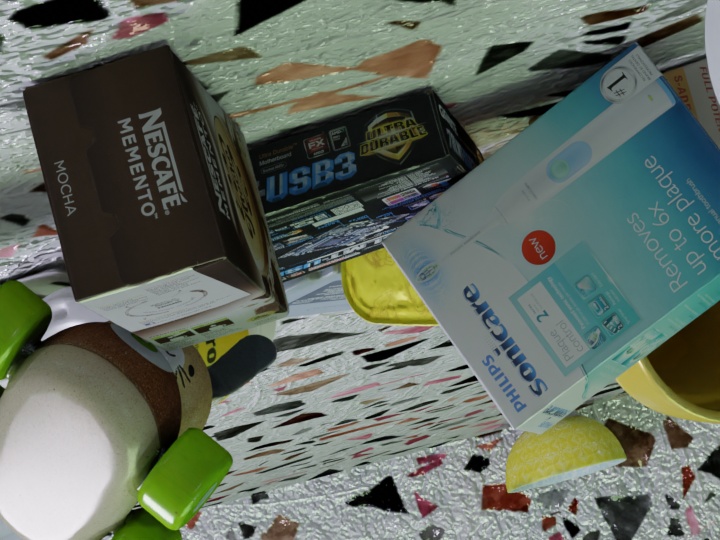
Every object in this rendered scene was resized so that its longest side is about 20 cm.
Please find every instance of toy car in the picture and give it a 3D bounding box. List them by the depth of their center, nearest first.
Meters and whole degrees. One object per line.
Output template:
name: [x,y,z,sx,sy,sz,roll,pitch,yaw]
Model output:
toy car: [-0.133,0.066,1.239,0.200,0.164,0.158,-46,172,-48]

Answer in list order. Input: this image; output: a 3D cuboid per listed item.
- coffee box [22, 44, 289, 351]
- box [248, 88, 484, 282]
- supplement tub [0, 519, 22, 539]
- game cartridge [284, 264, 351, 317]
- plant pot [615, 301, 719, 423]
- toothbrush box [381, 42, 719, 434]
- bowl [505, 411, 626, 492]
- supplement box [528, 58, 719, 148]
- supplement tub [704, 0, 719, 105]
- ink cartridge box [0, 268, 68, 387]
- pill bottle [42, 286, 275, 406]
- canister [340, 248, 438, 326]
coffee box: [-0.101,-0.032,1.081,0.079,0.114,0.200,-16,170,5]
box: [-0.024,-0.043,1.306,0.199,0.050,0.198,-18,170,10]
supplement tub: [-0.323,0.173,1.573,0.199,0.123,0.122,-21,168,13]
game cartridge: [0.000,0.000,1.606,0.199,0.042,0.133,-6,170,-43]
plant pot: [0.256,0.022,1.703,0.200,0.202,0.189,-11,-177,-24]
toothbrush box: [0.138,-0.016,1.262,0.200,0.147,0.085,-37,165,10]
bowl: [0.317,0.279,3.307,0.199,0.108,0.200,-15,170,-3]
supplement box: [0.224,-0.066,1.334,0.199,0.127,0.073,-19,167,15]
supplement tub: [0.299,-0.131,1.094,0.199,0.133,0.132,-10,168,-27]
ink cartridge box: [-0.269,0.063,1.452,0.199,0.068,0.115,-19,169,17]
pill bottle: [-0.140,0.050,1.421,0.111,0.112,0.200,-21,180,27]
canister: [0.103,-0.011,1.500,0.148,0.087,0.199,-2,-177,40]
